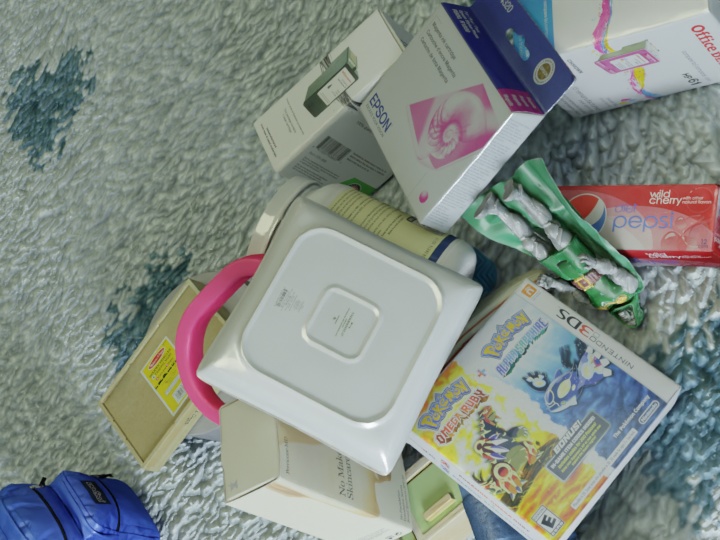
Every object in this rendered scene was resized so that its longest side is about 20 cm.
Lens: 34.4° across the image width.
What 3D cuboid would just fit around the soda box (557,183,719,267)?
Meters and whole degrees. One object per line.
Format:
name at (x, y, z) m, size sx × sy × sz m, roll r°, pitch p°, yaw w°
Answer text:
soda box at (0.262, -0.044, 1.141) m, size 0.200 × 0.063 × 0.070 m, roll 1°, pitch 76°, yaw 37°

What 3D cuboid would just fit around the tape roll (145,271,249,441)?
tape roll at (-0.173, 0.105, 1.412) m, size 0.200 × 0.066 × 0.200 m, roll -11°, pitch 69°, yaw 32°

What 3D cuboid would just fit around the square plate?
square plate at (-0.017, 0.052, 1.055) m, size 0.198 × 0.028 × 0.200 m, roll 27°, pitch 74°, yaw 6°

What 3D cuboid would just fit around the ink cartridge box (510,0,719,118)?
ink cartridge box at (0.269, -0.232, 1.143) m, size 0.200 × 0.144 × 0.085 m, roll -12°, pitch 69°, yaw 33°

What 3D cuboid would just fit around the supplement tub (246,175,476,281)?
supplement tub at (0.000, 0.000, 1.171) m, size 0.200 × 0.145 × 0.145 m, roll 26°, pitch 92°, yaw 14°

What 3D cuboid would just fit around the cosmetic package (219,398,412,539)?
cosmetic package at (-0.041, 0.193, 1.120) m, size 0.071 × 0.200 × 0.105 m, roll -29°, pitch 52°, yaw 27°

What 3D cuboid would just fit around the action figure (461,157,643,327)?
action figure at (0.201, -0.012, 1.110) m, size 0.118 × 0.200 × 0.055 m, roll -32°, pitch 25°, yaw 50°

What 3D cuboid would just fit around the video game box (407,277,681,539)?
video game box at (0.166, 0.131, 1.085) m, size 0.182 × 0.047 × 0.200 m, roll 36°, pitch 69°, yaw 22°

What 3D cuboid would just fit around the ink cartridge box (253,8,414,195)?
ink cartridge box at (0.004, -0.177, 1.321) m, size 0.200 × 0.146 × 0.084 m, roll -39°, pitch 54°, yaw 19°

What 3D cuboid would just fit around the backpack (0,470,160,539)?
backpack at (-0.360, 0.326, 1.393) m, size 0.162 × 0.200 × 0.168 m, roll 36°, pitch 98°, yaw 39°

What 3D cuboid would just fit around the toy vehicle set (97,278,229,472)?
toy vehicle set at (-0.222, 0.124, 1.383) m, size 0.200 × 0.027 × 0.124 m, roll -52°, pitch 53°, yaw 11°

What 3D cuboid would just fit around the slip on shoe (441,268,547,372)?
slip on shoe at (0.126, 0.076, 1.210) m, size 0.061 × 0.074 × 0.200 m, roll 43°, pitch 96°, yaw -1°

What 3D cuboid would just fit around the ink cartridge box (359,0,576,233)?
ink cartridge box at (0.096, -0.172, 1.143) m, size 0.200 × 0.043 × 0.196 m, roll -52°, pitch 40°, yaw 26°

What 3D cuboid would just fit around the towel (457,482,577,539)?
towel at (0.135, 0.194, 1.128) m, size 0.049 × 0.112 × 0.200 m, roll -44°, pitch 53°, yaw 43°

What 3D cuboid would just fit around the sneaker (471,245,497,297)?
sneaker at (0.052, 0.002, 1.274) m, size 0.200 × 0.081 × 0.077 m, roll 1°, pitch 87°, yaw 15°

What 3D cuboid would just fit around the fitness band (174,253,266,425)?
fitness band at (-0.110, 0.071, 1.144) m, size 0.200 × 0.037 × 0.144 m, roll -43°, pitch 75°, yaw 35°

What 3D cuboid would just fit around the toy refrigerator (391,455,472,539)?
toy refrigerator at (0.046, 0.266, 1.197) m, size 0.200 × 0.070 × 0.076 m, roll -42°, pitch 55°, yaw 17°
